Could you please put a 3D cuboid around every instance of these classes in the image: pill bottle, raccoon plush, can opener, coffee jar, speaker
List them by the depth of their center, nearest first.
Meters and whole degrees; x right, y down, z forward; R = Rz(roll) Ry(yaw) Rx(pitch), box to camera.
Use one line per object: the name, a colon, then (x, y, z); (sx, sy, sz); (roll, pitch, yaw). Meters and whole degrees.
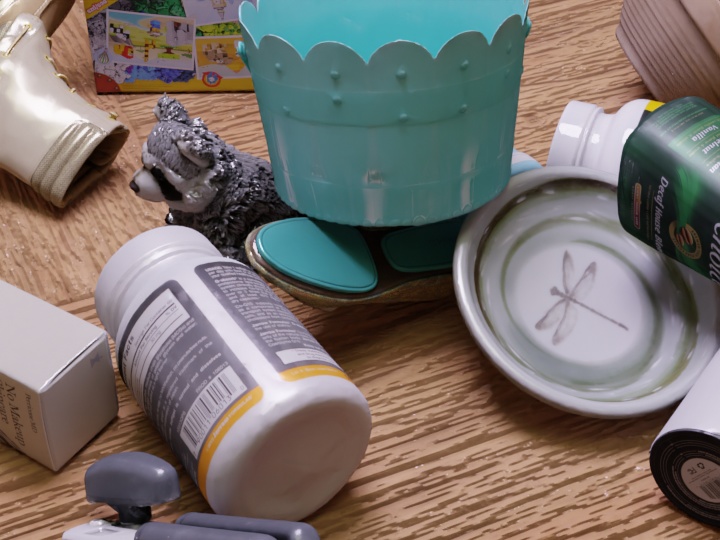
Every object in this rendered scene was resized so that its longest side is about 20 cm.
can opener: (-0.103, 0.140, 0.717); (0.053, 0.067, 0.200); (-6, -1, -44)
pill bottle: (-0.090, 0.063, 0.821); (0.116, 0.117, 0.200); (-22, 46, -24)
coffee jar: (0.263, -0.027, 0.821); (0.085, 0.105, 0.200); (-28, 45, -23)
speaker: (0.271, 0.076, 0.839); (0.081, 0.081, 0.200); (25, 46, 25)
pill bottle: (0.250, -0.069, 0.981); (0.199, 0.113, 0.113); (16, 43, 17)
raccoon plush: (-0.087, -0.088, 0.981); (0.097, 0.134, 0.200); (31, 49, 32)

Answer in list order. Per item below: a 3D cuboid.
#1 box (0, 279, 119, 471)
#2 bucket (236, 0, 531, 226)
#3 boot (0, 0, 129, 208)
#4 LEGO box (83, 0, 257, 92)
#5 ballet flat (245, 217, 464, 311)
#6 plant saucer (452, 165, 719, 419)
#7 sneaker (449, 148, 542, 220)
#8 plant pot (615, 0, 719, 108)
box: (-0.264, 0.051, 0.860); (0.199, 0.082, 0.068); (22, 44, 25)
bucket: (0.019, -0.129, 0.898); (0.206, 0.135, 0.207); (-3, 29, 1)
boot: (-0.258, -0.157, 1.070); (0.155, 0.073, 0.200); (28, 57, 5)
LEGO box: (-0.147, -0.245, 1.152); (0.199, 0.149, 0.077); (-1, 41, -2)
ballet flat: (0.000, 0.000, 0.910); (0.199, 0.071, 0.071); (-4, 38, -34)
plant saucer: (0.158, 0.020, 0.900); (0.199, 0.050, 0.201); (5, 60, -8)
sneaker: (0.036, -0.074, 1.014); (0.199, 0.080, 0.131); (-13, 44, -30)
plant pot: (0.291, -0.200, 1.118); (0.093, 0.201, 0.201); (-34, 35, 22)
